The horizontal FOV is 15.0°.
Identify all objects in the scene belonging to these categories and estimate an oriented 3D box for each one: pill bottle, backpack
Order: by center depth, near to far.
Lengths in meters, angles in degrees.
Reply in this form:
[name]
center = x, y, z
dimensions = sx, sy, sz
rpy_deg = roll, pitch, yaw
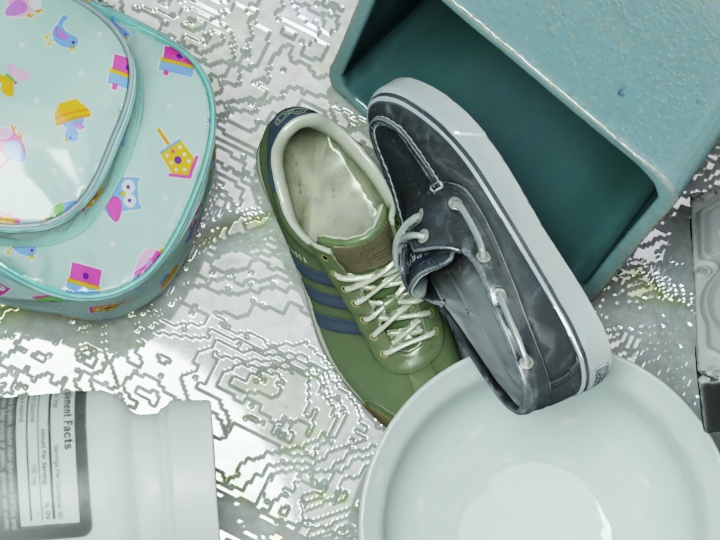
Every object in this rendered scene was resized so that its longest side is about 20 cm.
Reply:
[pill bottle]
center = -0.174, 0.124, 1.442
dimensions = 0.198, 0.116, 0.117
rpy_deg = -4, 81, -4
[backpack]
center = -0.174, -0.068, 1.460
dimensions = 0.199, 0.153, 0.177
rpy_deg = 21, 75, -6

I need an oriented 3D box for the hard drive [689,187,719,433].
[hard drive]
center = 0.244, 0.011, 1.438
dimensions = 0.139, 0.200, 0.038
rpy_deg = -5, 119, 9

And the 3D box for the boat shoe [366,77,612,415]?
[boat shoe]
center = 0.050, -0.012, 1.421
dimensions = 0.068, 0.072, 0.201
rpy_deg = -23, 71, -27

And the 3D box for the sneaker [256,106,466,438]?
[sneaker]
center = 0.000, 0.000, 1.483
dimensions = 0.067, 0.090, 0.201
rpy_deg = -26, 83, -8

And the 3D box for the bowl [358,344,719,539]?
[bowl]
center = 0.096, 0.143, 1.464
dimensions = 0.200, 0.090, 0.203
rpy_deg = 1, 80, -3

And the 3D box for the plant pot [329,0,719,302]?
[plant pot]
center = 0.130, -0.140, 1.470
dimensions = 0.196, 0.196, 0.200
rpy_deg = 41, 70, 4
